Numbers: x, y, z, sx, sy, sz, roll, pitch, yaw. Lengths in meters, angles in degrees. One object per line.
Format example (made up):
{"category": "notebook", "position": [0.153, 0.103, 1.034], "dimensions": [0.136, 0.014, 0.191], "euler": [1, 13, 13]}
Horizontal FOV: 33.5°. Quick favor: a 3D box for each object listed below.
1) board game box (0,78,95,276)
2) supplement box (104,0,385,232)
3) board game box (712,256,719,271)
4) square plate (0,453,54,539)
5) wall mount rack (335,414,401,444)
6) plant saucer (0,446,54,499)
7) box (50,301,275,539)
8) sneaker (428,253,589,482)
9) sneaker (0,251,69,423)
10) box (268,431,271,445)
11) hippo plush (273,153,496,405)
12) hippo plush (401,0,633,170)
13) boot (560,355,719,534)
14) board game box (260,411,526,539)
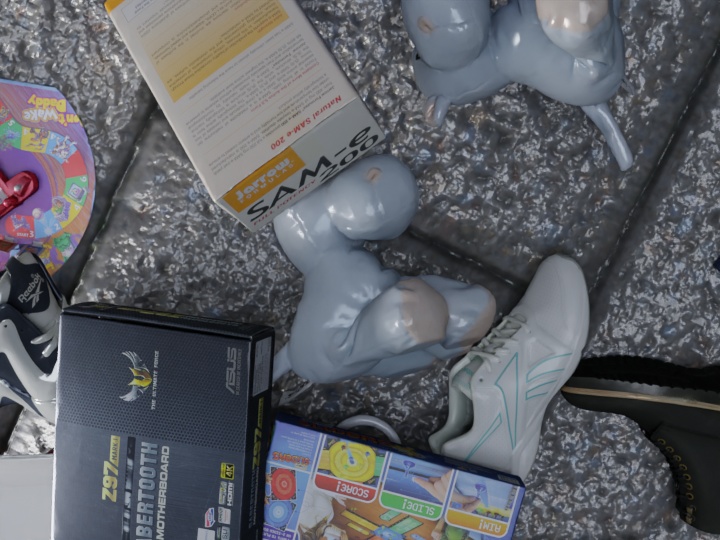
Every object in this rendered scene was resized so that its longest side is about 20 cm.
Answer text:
{"category": "board game box", "position": [-0.314, -0.076, 0.957], "dimensions": [0.197, 0.039, 0.160], "euler": [9, 100, -2]}
{"category": "supplement box", "position": [-0.087, -0.149, 0.885], "dimensions": [0.125, 0.074, 0.201], "euler": [-34, 66, 6]}
{"category": "board game box", "position": [0.401, -0.041, 0.965], "dimensions": [0.135, 0.035, 0.201], "euler": [36, 98, -5]}
{"category": "square plate", "position": [-0.283, 0.244, 0.982], "dimensions": [0.195, 0.028, 0.203], "euler": [-1, 100, 0]}
{"category": "wall mount rack", "position": [0.027, 0.213, 0.993], "dimensions": [0.171, 0.075, 0.203], "euler": [5, 100, 3]}
{"category": "plant saucer", "position": [-0.217, 0.242, 1.013], "dimensions": [0.199, 0.037, 0.201], "euler": [-39, 98, 6]}
{"category": "box", "position": [-0.148, 0.132, 0.883], "dimensions": [0.155, 0.051, 0.203], "euler": [7, 98, 18]}
{"category": "sneaker", "position": [0.120, 0.078, 0.954], "dimensions": [0.079, 0.070, 0.203], "euler": [21, 92, -22]}
{"category": "sneaker", "position": [-0.239, 0.048, 0.941], "dimensions": [0.196, 0.080, 0.131], "euler": [8, 128, 8]}
{"category": "box", "position": [-0.114, 0.211, 0.958], "dimensions": [0.117, 0.041, 0.203], "euler": [-12, 92, 1]}
{"category": "hippo plush", "position": [0.000, 0.000, 0.938], "dimensions": [0.198, 0.159, 0.163], "euler": [-21, 76, 25]}
{"category": "hippo plush", "position": [0.115, -0.193, 0.901], "dimensions": [0.158, 0.201, 0.161], "euler": [-3, 59, 18]}
{"category": "boot", "position": [0.253, 0.150, 0.981], "dimensions": [0.197, 0.078, 0.140], "euler": [7, 104, 0]}
{"category": "board game box", "position": [0.013, 0.200, 0.916], "dimensions": [0.197, 0.034, 0.137], "euler": [16, 95, -2]}
